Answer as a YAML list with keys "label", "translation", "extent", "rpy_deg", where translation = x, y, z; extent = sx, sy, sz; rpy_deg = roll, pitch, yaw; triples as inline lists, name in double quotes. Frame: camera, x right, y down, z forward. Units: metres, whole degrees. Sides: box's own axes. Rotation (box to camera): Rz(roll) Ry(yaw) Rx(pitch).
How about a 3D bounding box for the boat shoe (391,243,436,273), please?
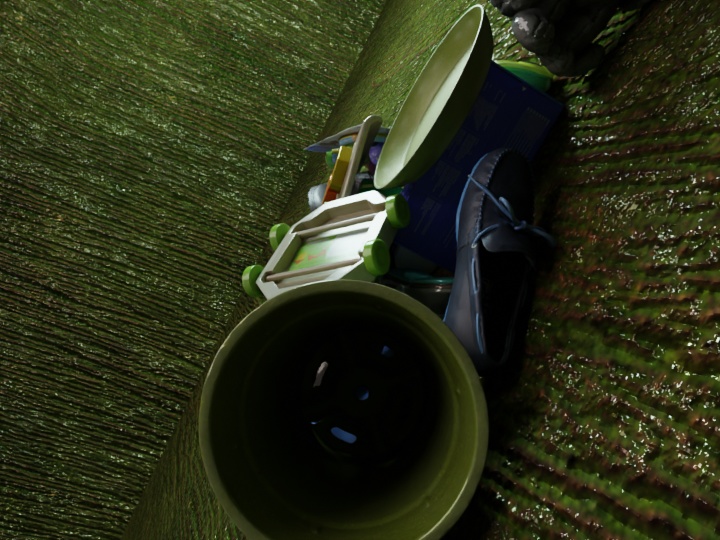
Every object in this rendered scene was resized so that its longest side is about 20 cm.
- label: "boat shoe"
  translation: [0.095, -0.087, 0.753]
  extent: [0.202, 0.072, 0.060]
  rpy_deg: [-60, 18, 28]

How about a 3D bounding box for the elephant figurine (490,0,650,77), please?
- label: "elephant figurine"
  translation: [0.223, -0.277, 0.575]
  extent: [0.200, 0.155, 0.141]
  rpy_deg: [-42, -20, 31]

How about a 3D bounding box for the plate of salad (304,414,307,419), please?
- label: "plate of salad"
  translation: [-0.051, 0.220, 0.626]
  extent: [0.200, 0.048, 0.200]
  rpy_deg: [166, 90, -88]

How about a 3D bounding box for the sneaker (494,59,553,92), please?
- label: "sneaker"
  translation: [0.137, -0.179, 0.757]
  extent: [0.200, 0.074, 0.084]
  rpy_deg: [-15, 78, 49]

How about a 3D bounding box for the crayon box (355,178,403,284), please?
- label: "crayon box"
  translation: [0.000, 0.000, 0.839]
  extent: [0.119, 0.058, 0.200]
  rpy_deg: [-73, -2, -46]

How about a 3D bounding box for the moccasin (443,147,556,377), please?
- label: "moccasin"
  translation: [0.121, -0.008, 0.542]
  extent: [0.068, 0.080, 0.200]
  rpy_deg: [160, 120, -66]

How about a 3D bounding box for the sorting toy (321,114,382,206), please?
- label: "sorting toy"
  translation: [-0.035, -0.075, 0.818]
  extent: [0.185, 0.036, 0.200]
  rpy_deg: [127, 164, -73]

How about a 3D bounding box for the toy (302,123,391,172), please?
- label: "toy"
  translation: [0.008, -0.166, 0.949]
  extent: [0.200, 0.115, 0.047]
  rpy_deg: [6, 93, 61]

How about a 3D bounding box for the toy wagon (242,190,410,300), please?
- label: "toy wagon"
  translation: [-0.040, -0.005, 0.627]
  extent: [0.155, 0.040, 0.200]
  rpy_deg: [-11, 36, 32]

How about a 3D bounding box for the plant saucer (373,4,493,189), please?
- label: "plant saucer"
  translation: [0.076, -0.164, 0.658]
  extent: [0.200, 0.031, 0.200]
  rpy_deg: [-58, 14, 23]

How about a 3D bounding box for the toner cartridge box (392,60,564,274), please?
- label: "toner cartridge box"
  translation: [0.111, -0.103, 0.677]
  extent: [0.200, 0.095, 0.043]
  rpy_deg: [-60, 14, 12]

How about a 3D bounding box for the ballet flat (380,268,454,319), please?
- label: "ballet flat"
  translation: [0.070, 0.033, 0.681]
  extent: [0.200, 0.067, 0.064]
  rpy_deg: [-167, 76, -77]

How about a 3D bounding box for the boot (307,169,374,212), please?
- label: "boot"
  translation: [0.004, -0.122, 0.992]
  extent: [0.131, 0.070, 0.200]
  rpy_deg: [-17, 19, 19]

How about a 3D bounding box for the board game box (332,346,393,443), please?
- label: "board game box"
  translation: [0.008, 0.137, 0.743]
  extent: [0.158, 0.039, 0.200]
  rpy_deg: [-59, 15, -9]

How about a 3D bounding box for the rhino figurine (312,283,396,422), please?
- label: "rhino figurine"
  translation: [-0.022, 0.085, 0.690]
  extent: [0.200, 0.087, 0.060]
  rpy_deg: [-53, 32, 23]

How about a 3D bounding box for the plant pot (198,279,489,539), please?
- label: "plant pot"
  translation: [-0.007, 0.112, 0.542]
  extent: [0.200, 0.200, 0.190]
  rpy_deg: [-64, -5, -2]
